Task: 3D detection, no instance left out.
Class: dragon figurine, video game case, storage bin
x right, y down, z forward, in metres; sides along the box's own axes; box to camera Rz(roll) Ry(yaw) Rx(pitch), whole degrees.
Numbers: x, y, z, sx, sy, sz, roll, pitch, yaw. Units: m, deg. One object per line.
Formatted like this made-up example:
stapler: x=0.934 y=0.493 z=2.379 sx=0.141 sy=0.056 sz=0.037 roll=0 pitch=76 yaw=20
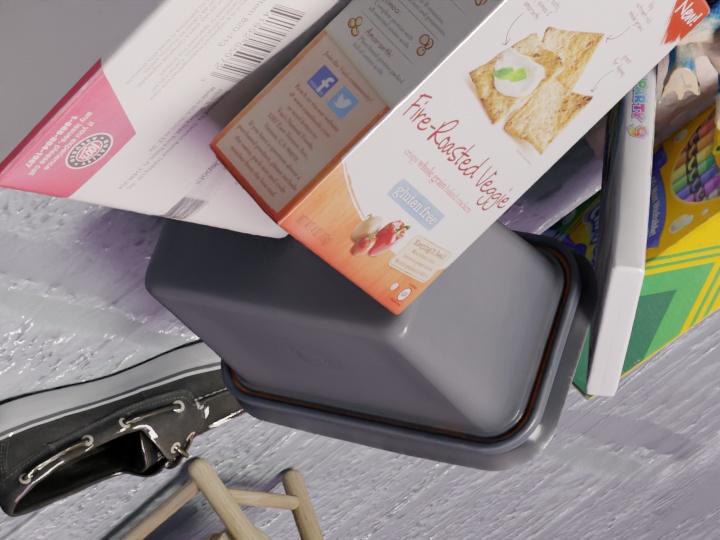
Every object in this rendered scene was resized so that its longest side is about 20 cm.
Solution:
dragon figurine: x=0.186 y=-0.133 z=1.112 sx=0.059 sy=0.100 sz=0.200 roll=-11 pitch=161 yaw=34
video game case: x=0.138 y=-0.054 z=1.155 sx=0.018 sy=0.200 sz=0.143 roll=6 pitch=152 yaw=3
storage bin: x=0.000 y=0.000 z=1.109 sx=0.134 sy=0.200 sz=0.146 roll=41 pitch=64 yaw=-54

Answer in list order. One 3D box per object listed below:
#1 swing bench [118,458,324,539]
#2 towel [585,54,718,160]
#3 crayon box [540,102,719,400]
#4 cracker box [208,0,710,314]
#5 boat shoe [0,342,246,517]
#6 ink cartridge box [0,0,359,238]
swing bench: x=-0.097 y=0.264 z=1.460 sx=0.199 sy=0.200 sz=0.130 roll=-41 pitch=153 yaw=21
towel: x=0.252 y=-0.134 z=1.301 sx=0.191 sy=0.032 sz=0.200 roll=-2 pitch=142 yaw=-45
crayon box: x=0.189 y=-0.029 z=1.250 sx=0.200 sy=0.126 sz=0.052 roll=-37 pitch=111 yaw=23
cracker box: x=0.047 y=-0.084 z=0.947 sx=0.200 sy=0.058 sz=0.134 roll=-45 pitch=151 yaw=5
boat shoe: x=-0.130 y=0.093 z=1.276 sx=0.200 sy=0.057 sz=0.069 roll=-15 pitch=151 yaw=-29
ink cartridge box: x=-0.064 y=-0.097 z=0.963 sx=0.146 sy=0.083 sz=0.200 roll=-43 pitch=152 yaw=24
